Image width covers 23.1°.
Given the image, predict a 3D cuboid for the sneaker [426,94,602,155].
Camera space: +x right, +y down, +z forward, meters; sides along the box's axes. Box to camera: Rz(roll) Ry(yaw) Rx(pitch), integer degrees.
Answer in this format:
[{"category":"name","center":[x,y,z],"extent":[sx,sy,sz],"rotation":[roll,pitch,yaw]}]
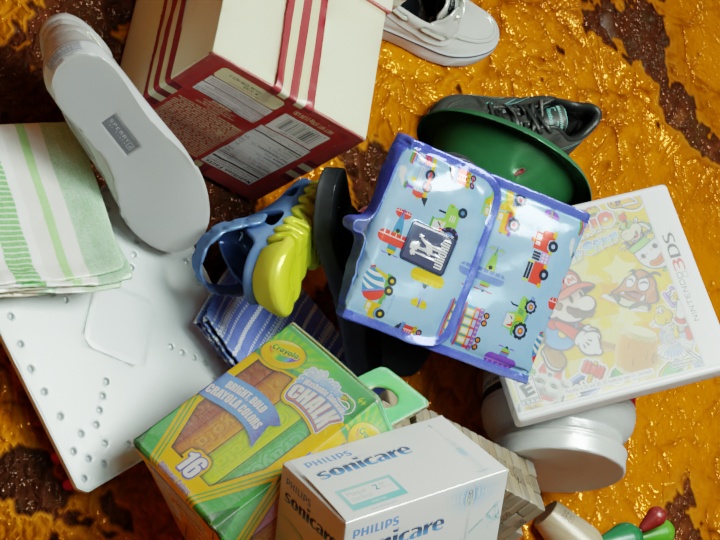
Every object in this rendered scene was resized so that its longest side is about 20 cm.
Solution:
[{"category":"sneaker","center":[0.149,-0.145,1.701],"extent":[0.199,0.079,0.076],"rotation":[-4,76,-41]}]

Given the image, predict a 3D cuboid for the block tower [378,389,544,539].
[{"category":"block tower","center":[0.072,0.164,1.470],"extent":[0.199,0.058,0.054],"rotation":[30,32,-37]}]

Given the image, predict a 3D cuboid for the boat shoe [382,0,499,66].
[{"category":"boat shoe","center":[0.067,-0.250,1.677],"extent":[0.199,0.066,0.072],"rotation":[16,64,-36]}]

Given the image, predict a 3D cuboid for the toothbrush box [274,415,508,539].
[{"category":"toothbrush box","center":[0.015,0.222,1.271],"extent":[0.146,0.085,0.201],"rotation":[-12,121,-34]}]

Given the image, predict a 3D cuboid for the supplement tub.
[{"category":"supplement tub","center":[0.180,0.086,1.595],"extent":[0.140,0.140,0.201],"rotation":[22,60,-34]}]

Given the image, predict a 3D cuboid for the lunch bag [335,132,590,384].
[{"category":"lunch bag","center":[0.065,-0.014,1.422],"extent":[0.199,0.094,0.152],"rotation":[20,91,-35]}]

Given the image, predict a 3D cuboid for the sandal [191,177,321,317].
[{"category":"sandal","center":[-0.077,-0.027,1.424],"extent":[0.200,0.086,0.080],"rotation":[-53,147,-69]}]

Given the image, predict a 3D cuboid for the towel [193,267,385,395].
[{"category":"towel","center":[-0.047,0.076,1.457],"extent":[0.200,0.024,0.145],"rotation":[52,32,-15]}]

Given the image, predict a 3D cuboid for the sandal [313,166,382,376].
[{"category":"sandal","center":[0.000,0.000,1.450],"extent":[0.076,0.043,0.201],"rotation":[-73,154,-55]}]

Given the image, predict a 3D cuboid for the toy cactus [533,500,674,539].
[{"category":"toy cactus","center":[0.229,0.279,1.609],"extent":[0.165,0.102,0.200],"rotation":[44,58,-7]}]

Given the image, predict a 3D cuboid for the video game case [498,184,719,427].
[{"category":"video game case","center":[0.202,0.028,1.533],"extent":[0.199,0.023,0.183],"rotation":[-13,66,-9]}]

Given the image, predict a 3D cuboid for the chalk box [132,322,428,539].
[{"category":"chalk box","center":[-0.043,0.136,1.317],"extent":[0.200,0.124,0.124],"rotation":[-38,133,-17]}]

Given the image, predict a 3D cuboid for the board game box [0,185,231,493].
[{"category":"board game box","center":[-0.193,0.044,1.364],"extent":[0.200,0.026,0.201],"rotation":[-29,94,-44]}]

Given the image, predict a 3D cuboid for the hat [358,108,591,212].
[{"category":"hat","center":[0.084,-0.031,1.578],"extent":[0.177,0.199,0.166],"rotation":[-62,154,-21]}]

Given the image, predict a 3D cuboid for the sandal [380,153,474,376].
[{"category":"sandal","center":[0.051,-0.002,1.507],"extent":[0.076,0.043,0.201],"rotation":[10,106,-20]}]

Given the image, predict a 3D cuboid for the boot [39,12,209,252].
[{"category":"boot","center":[-0.183,-0.112,1.369],"extent":[0.201,0.073,0.096],"rotation":[62,0,-35]}]

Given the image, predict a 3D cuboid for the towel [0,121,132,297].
[{"category":"towel","center":[-0.278,-0.046,1.298],"extent":[0.199,0.023,0.153],"rotation":[-6,62,-37]}]

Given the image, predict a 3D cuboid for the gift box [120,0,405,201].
[{"category":"gift box","center":[-0.074,-0.192,1.447],"extent":[0.184,0.199,0.188],"rotation":[30,54,-35]}]
